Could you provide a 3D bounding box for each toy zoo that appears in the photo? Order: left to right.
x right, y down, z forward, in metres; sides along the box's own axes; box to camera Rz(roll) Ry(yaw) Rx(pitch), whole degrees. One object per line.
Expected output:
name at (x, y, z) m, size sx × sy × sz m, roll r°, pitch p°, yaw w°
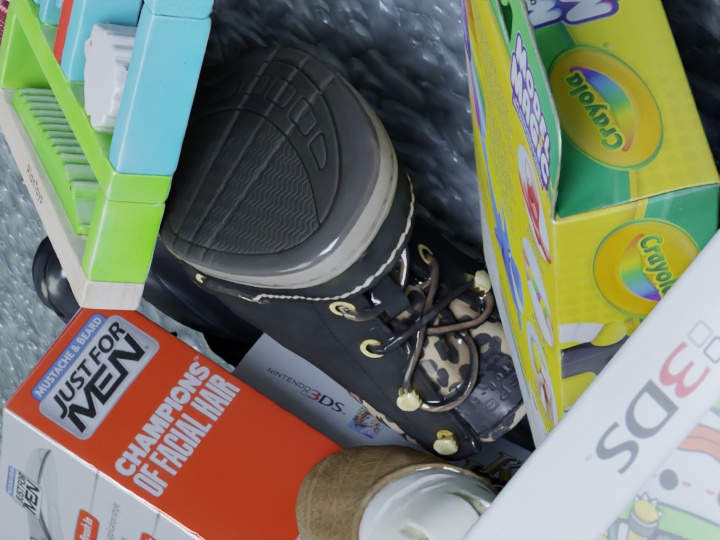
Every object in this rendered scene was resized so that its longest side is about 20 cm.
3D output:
toy zoo at (-0.071, -0.107, 0.872) m, size 0.131 × 0.020 × 0.201 m, roll -122°, pitch 41°, yaw -53°

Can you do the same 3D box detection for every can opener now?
can opener at (-0.050, 0.040, 1.112) m, size 0.200 × 0.063 × 0.079 m, roll 47°, pitch 175°, yaw -40°

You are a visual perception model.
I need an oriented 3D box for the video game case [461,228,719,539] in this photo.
video game case at (0.143, 0.072, 0.676) m, size 0.200 × 0.182 × 0.023 m, roll 45°, pitch -156°, yaw 17°

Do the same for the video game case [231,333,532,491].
video game case at (0.038, 0.126, 1.084) m, size 0.181 × 0.045 × 0.200 m, roll 25°, pitch 148°, yaw 20°

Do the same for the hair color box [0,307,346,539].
hair color box at (-0.031, 0.103, 1.019) m, size 0.200 × 0.064 × 0.111 m, roll 32°, pitch 152°, yaw 7°

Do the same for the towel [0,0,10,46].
towel at (-0.084, -0.053, 1.055) m, size 0.200 × 0.023 × 0.144 m, roll 36°, pitch 166°, yaw -20°

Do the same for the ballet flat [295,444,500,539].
ballet flat at (0.046, 0.113, 0.901) m, size 0.200 × 0.068 × 0.072 m, roll 51°, pitch 167°, yaw 29°

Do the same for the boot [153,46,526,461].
boot at (0.000, 0.000, 0.918) m, size 0.150 × 0.073 × 0.200 m, roll 37°, pitch 169°, yaw -26°

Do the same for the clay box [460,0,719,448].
clay box at (0.061, -0.020, 0.777) m, size 0.200 × 0.047 × 0.115 m, roll 83°, pitch 174°, yaw -56°
